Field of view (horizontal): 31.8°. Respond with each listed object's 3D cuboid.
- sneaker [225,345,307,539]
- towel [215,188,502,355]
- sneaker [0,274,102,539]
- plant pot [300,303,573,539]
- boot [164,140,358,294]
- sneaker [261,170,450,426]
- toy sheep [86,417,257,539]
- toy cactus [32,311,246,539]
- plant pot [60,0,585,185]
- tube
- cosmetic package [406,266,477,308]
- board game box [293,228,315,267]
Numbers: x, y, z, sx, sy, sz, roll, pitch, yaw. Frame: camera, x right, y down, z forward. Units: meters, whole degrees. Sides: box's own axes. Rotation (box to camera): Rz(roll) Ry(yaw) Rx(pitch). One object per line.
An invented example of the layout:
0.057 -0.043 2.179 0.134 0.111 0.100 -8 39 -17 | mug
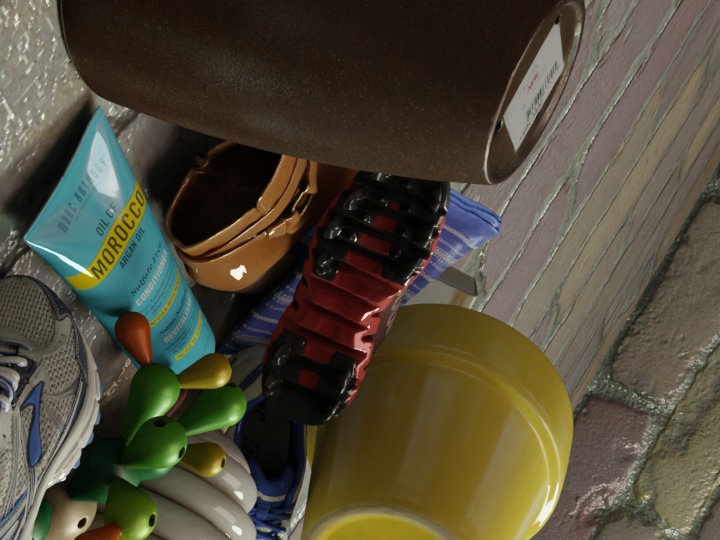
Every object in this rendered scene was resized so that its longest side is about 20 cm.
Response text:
-0.077 0.156 0.878 0.088 0.075 0.202 -158 -110 -72 | sneaker
0.004 0.009 0.932 0.200 0.024 0.145 -42 152 15 | towel
-0.164 0.067 0.548 0.201 0.076 0.086 -90 176 -45 | sneaker
0.044 0.156 0.906 0.189 0.200 0.202 -64 172 -56 | plant pot
-0.037 -0.072 0.763 0.201 0.073 0.155 -57 168 -4 | boot
0.000 0.000 0.806 0.201 0.071 0.098 -64 180 26 | sneaker
-0.127 0.161 0.796 0.138 0.137 0.201 81 27 -62 | toy sheep
-0.154 0.109 0.679 0.165 0.102 0.200 -34 -174 41 | toy cactus
-0.003 -0.125 0.597 0.187 0.199 0.187 -52 160 -29 | plant pot
-0.129 0.000 0.692 0.200 0.050 0.078 72 34 -59 | tube
0.036 0.089 1.173 0.105 0.071 0.201 -63 178 -78 | cosmetic package
0.009 -0.030 1.011 0.135 0.045 0.200 -55 160 -20 | board game box
